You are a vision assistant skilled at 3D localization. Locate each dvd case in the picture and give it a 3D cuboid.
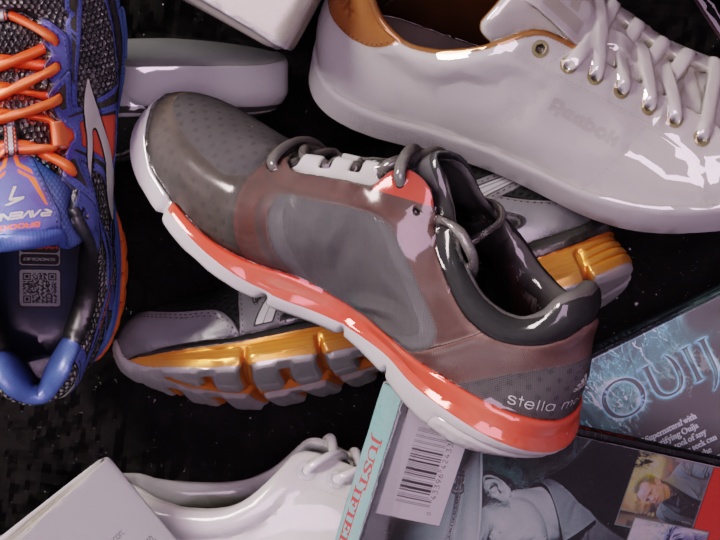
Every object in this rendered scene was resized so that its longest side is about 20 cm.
[{"bbox_3d":[0.077,0.129,1.060,0.199,0.022,0.146,13,98,-27],"label":"dvd case"}]

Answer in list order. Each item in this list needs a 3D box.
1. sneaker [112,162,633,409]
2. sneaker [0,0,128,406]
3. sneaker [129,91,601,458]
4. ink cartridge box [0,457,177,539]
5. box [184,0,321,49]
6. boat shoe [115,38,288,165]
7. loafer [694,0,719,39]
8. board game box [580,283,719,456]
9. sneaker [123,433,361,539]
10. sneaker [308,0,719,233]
[{"bbox_3d":[0.000,0.000,1.101,0.199,0.078,0.077,-15,78,-2],"label":"sneaker"},{"bbox_3d":[-0.116,-0.040,1.020,0.075,0.079,0.201,-7,117,1],"label":"sneaker"},{"bbox_3d":[0.008,-0.020,1.010,0.200,0.077,0.082,35,124,19],"label":"sneaker"},{"bbox_3d":[-0.094,0.192,1.073,0.144,0.084,0.200,-38,94,35],"label":"ink cartridge box"},{"bbox_3d":[-0.033,-0.197,1.065,0.128,0.109,0.200,30,94,-2],"label":"box"},{"bbox_3d":[-0.125,-0.051,1.099,0.199,0.071,0.064,-5,102,3],"label":"boat shoe"},{"bbox_3d":[0.128,-0.122,1.090,0.200,0.072,0.063,44,100,-7],"label":"loafer"},{"bbox_3d":[0.182,0.059,1.120,0.199,0.028,0.136,-26,93,2],"label":"board game box"},{"bbox_3d":[-0.005,0.100,1.098,0.199,0.073,0.071,-6,99,4],"label":"sneaker"},{"bbox_3d":[0.082,-0.072,1.049,0.199,0.085,0.073,12,52,-1],"label":"sneaker"}]
